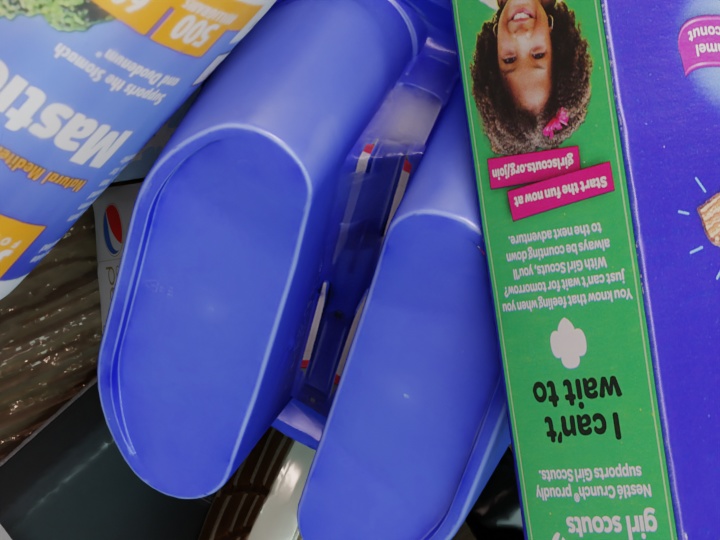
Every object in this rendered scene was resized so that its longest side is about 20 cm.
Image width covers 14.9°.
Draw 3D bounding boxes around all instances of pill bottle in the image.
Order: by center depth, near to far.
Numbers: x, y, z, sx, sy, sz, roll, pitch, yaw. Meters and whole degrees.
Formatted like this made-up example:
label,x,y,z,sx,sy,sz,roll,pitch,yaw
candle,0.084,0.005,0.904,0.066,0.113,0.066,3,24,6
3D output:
label,x,y,z,sx,sy,sz,roll,pitch,yaw
pill bottle,-0.121,-0.059,0.835,0.112,0.112,0.200,25,116,-41

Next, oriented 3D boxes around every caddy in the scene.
label,x,y,z,sx,sy,sz,roll,pitch,yaw
caddy,0.000,0.000,0.880,0.141,0.105,0.200,24,132,6

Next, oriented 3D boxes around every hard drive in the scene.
label,x,y,z,sx,sy,sz,roll,pitch,yaw
hard drive,-0.066,0.084,1.127,0.200,0.033,0.139,-41,136,15

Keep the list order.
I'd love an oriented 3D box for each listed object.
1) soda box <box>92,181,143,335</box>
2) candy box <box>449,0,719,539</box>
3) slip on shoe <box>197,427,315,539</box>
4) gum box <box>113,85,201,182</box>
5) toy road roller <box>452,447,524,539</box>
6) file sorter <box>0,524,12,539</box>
label,x,y,z,sx,sy,sz,roll,pitch,yaw
soda box,0.005,-0.006,1.026,0.199,0.068,0.064,-4,89,-28
candy box,0.122,-0.013,0.799,0.169,0.201,0.077,-8,178,-33
slip on shoe,-0.039,0.145,1.085,0.060,0.076,0.201,19,97,-15
gum box,-0.084,-0.106,0.923,0.199,0.045,0.170,-9,134,-18
toy road roller,0.054,0.175,1.167,0.123,0.146,0.200,-32,151,0
file sorter,-0.183,0.195,1.082,0.138,0.125,0.200,-12,139,13
